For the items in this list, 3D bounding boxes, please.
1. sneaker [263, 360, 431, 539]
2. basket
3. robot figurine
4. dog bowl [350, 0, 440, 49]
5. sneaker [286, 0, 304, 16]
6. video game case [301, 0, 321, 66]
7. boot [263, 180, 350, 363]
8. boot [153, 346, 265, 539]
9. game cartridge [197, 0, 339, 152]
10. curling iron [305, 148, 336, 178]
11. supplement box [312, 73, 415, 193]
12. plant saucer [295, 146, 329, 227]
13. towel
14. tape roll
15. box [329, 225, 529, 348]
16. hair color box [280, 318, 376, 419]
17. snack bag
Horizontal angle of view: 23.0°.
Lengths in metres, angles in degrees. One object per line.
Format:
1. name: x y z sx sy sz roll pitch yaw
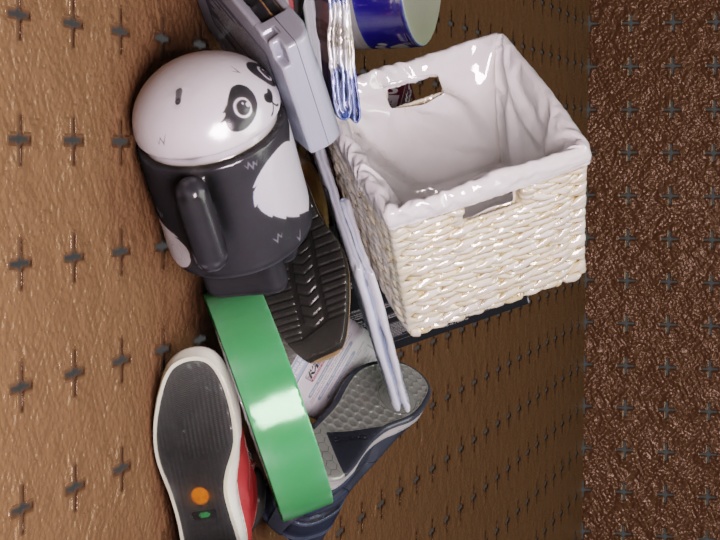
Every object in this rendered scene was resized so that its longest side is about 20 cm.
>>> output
1. sneaker: -0.020 0.177 1.680 0.202 0.077 0.147 -37 161 -46
2. basket: 0.084 -0.081 1.604 0.201 0.196 0.162 -119 -165 -44
3. robot figurine: -0.105 -0.075 1.395 0.150 0.124 0.202 42 -27 51
4. dog bowl: 0.030 -0.343 1.927 0.200 0.078 0.203 2 90 -74
5. sneaker: -0.096 -0.287 1.488 0.074 0.086 0.201 -78 161 -44
6. video game case: -0.050 -0.250 1.670 0.144 0.018 0.202 -107 -172 -62
7. boot: -0.034 0.008 1.555 0.139 0.077 0.202 55 19 -58
8. boot: -0.121 0.146 1.490 0.144 0.071 0.202 -68 153 -72
9. game cartridge: -0.082 -0.189 1.426 0.200 0.041 0.134 52 -9 39
10. curling iron: -0.062 -0.156 1.703 0.050 0.025 0.201 47 -13 47
11. supplement box: 0.013 -0.113 1.835 0.201 0.108 0.061 73 24 -49
12. plant saucer: -0.067 -0.030 1.698 0.200 0.035 0.203 1 90 -73
13. towel: -0.029 -0.227 1.440 0.147 0.024 0.202 -123 -154 -75
14. tape roll: -0.078 0.107 1.485 0.200 0.048 0.203 161 -90 -84
15. box: 0.063 -0.002 1.838 0.142 0.198 0.079 71 0 -52
16. hair color box: -0.039 0.088 1.698 0.100 0.060 0.200 -60 160 -4
17. snack bag: 0.000 0.000 1.597 0.201 0.021 0.190 -109 -178 -47
